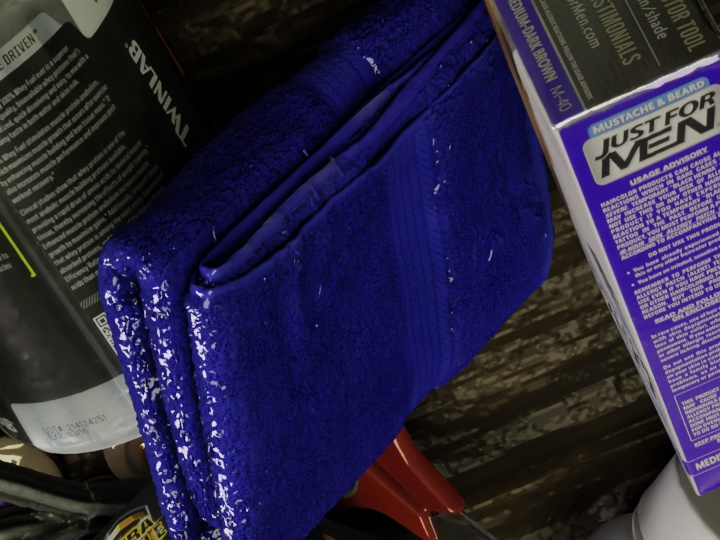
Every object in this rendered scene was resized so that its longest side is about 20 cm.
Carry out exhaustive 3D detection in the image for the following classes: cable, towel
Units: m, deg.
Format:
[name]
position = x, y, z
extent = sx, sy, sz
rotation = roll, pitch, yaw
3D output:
[cable]
position = -0.090, 0.102, 0.937
extent = 0.097, 0.050, 0.200
rotation = -44, 146, 14
[towel]
position = 0.000, 0.000, 0.848
extent = 0.049, 0.200, 0.149
rotation = 12, 131, 35

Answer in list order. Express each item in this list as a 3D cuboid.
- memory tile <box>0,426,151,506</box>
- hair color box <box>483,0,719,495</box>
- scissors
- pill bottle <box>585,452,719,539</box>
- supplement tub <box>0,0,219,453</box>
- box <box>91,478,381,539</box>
[memory tile]
position = -0.163, 0.076, 0.983
extent = 0.199, 0.017, 0.154
rotation = 24, 118, -16
[hair color box]
position = 0.100, -0.028, 0.846
extent = 0.064, 0.110, 0.201
rotation = -23, 136, 2
[scissors]
position = 0.034, 0.101, 0.954
extent = 0.200, 0.014, 0.073
rotation = 46, 131, 1
[pill bottle]
position = 0.114, 0.171, 1.000
extent = 0.114, 0.115, 0.201
rotation = 22, 118, -16
[supplement tub]
position = -0.118, -0.047, 0.845
extent = 0.122, 0.123, 0.201
rotation = -24, 122, 12
[box]
position = -0.070, 0.171, 0.958
extent = 0.158, 0.046, 0.200
rotation = 25, 120, -38
